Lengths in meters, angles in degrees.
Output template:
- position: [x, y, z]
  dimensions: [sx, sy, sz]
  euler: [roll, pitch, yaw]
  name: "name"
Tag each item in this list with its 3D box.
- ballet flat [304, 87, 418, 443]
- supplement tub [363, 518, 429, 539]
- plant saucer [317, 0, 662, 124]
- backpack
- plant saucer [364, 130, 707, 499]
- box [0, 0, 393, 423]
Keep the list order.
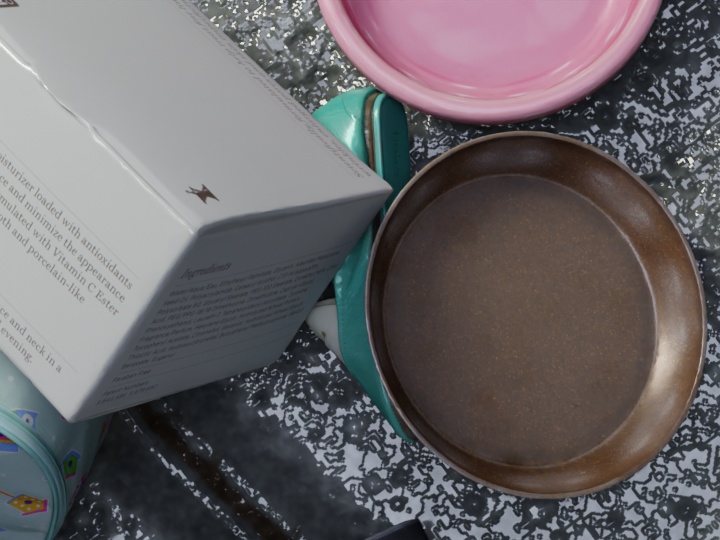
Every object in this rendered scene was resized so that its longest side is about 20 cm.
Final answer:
- position: [0.000, 0.000, 1.223]
  dimensions: [0.070, 0.067, 0.200]
  euler: [-11, 81, 29]
  name: "ballet flat"
- position: [0.043, 0.236, 1.161]
  dimensions: [0.107, 0.107, 0.200]
  euler: [-26, 82, 2]
  name: "supplement tub"
- position: [0.072, -0.176, 1.229]
  dimensions: [0.200, 0.051, 0.201]
  euler: [-1, 80, 3]
  name: "plant saucer"
- position: [-0.238, 0.078, 1.169]
  dimensions: [0.200, 0.176, 0.153]
  euler: [16, 52, -1]
  name: "backpack"
- position: [0.092, 0.025, 1.187]
  dimensions: [0.200, 0.034, 0.201]
  euler: [4, 77, -19]
  name: "plant saucer"
- position: [-0.127, -0.047, 1.138]
  dimensions: [0.199, 0.200, 0.131]
  euler: [44, 115, 18]
  name: "box"
